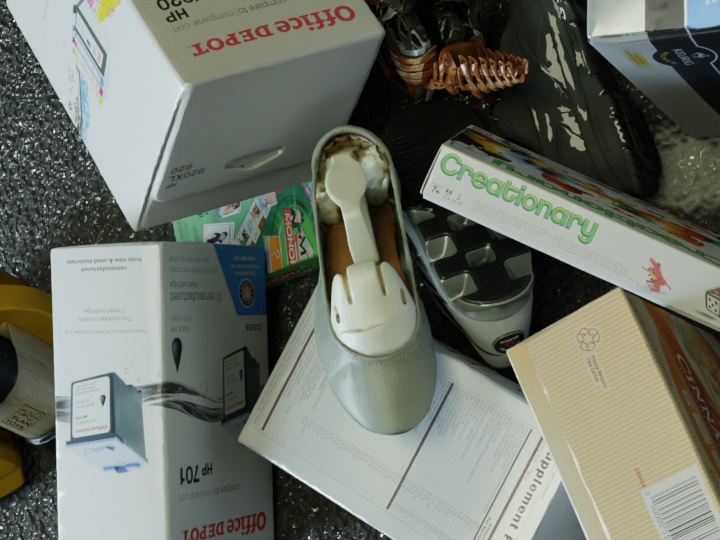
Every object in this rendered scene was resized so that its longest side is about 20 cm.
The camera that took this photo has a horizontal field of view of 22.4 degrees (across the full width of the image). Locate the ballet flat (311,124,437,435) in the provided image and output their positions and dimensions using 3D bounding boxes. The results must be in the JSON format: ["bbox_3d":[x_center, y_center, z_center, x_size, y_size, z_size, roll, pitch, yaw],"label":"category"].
[{"bbox_3d":[0.000,0.000,1.056,0.067,0.064,0.201,-12,54,3],"label":"ballet flat"}]

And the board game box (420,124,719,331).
[{"bbox_3d":[0.138,-0.023,1.031,0.199,0.126,0.035,24,103,5],"label":"board game box"}]

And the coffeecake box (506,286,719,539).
[{"bbox_3d":[0.173,0.107,0.983,0.073,0.200,0.154,-30,68,19],"label":"coffeecake box"}]

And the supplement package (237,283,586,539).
[{"bbox_3d":[0.048,0.108,1.098,0.199,0.109,0.114,30,93,29],"label":"supplement package"}]

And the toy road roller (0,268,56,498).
[{"bbox_3d":[-0.288,0.078,1.277,0.199,0.123,0.147,-34,52,17],"label":"toy road roller"}]

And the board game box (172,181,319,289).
[{"bbox_3d":[-0.075,-0.088,1.247,0.134,0.029,0.201,-20,71,22],"label":"board game box"}]

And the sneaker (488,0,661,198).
[{"bbox_3d":[0.113,-0.124,1.135,0.090,0.076,0.201,-26,68,25],"label":"sneaker"}]

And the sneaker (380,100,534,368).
[{"bbox_3d":[0.060,-0.021,1.143,0.074,0.089,0.201,-14,47,0],"label":"sneaker"}]

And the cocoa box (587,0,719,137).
[{"bbox_3d":[0.219,-0.164,1.014,0.130,0.200,0.134,-3,78,26],"label":"cocoa box"}]

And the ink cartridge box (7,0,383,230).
[{"bbox_3d":[-0.108,-0.158,1.142,0.201,0.147,0.145,57,147,22],"label":"ink cartridge box"}]

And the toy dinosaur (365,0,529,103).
[{"bbox_3d":[0.049,-0.163,1.143,0.199,0.102,0.136,22,127,36],"label":"toy dinosaur"}]

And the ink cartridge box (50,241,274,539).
[{"bbox_3d":[-0.123,0.084,1.153,0.085,0.146,0.201,-4,88,23],"label":"ink cartridge box"}]
